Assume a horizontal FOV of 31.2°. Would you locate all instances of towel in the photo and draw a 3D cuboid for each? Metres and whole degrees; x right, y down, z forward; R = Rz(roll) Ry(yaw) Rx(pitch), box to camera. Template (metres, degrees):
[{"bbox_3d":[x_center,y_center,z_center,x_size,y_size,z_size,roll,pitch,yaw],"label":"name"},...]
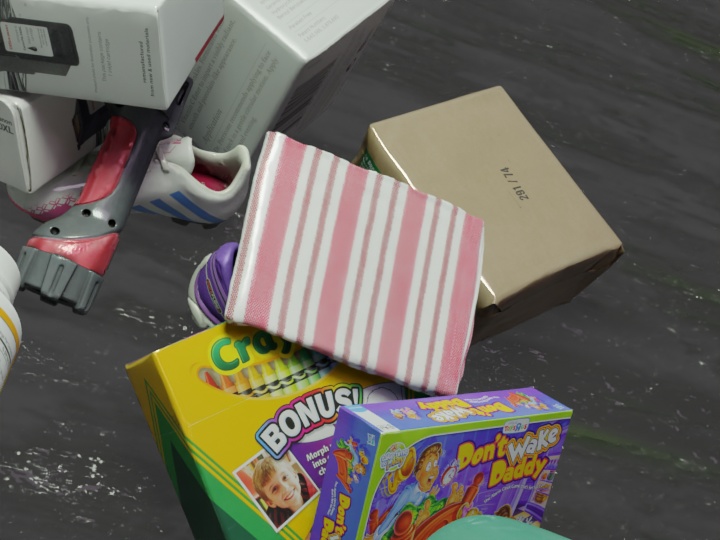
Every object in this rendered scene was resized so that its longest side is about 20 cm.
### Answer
[{"bbox_3d":[0.000,0.000,0.942,0.199,0.030,0.147,21,67,-24],"label":"towel"}]

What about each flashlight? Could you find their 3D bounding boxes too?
[{"bbox_3d":[-0.198,-0.070,0.973,0.067,0.068,0.201,15,79,22],"label":"flashlight"}]

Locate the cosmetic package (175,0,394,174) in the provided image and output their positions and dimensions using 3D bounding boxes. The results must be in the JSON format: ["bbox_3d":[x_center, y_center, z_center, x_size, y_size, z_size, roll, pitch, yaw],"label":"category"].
[{"bbox_3d":[-0.109,-0.226,1.141,0.200,0.165,0.165,42,46,3],"label":"cosmetic package"}]

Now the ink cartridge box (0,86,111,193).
[{"bbox_3d":[-0.256,-0.162,1.031,0.144,0.085,0.200,22,42,21],"label":"ink cartridge box"}]

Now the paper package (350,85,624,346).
[{"bbox_3d":[0.104,-0.048,1.171,0.190,0.104,0.201,-20,69,-40],"label":"paper package"}]

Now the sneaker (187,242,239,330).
[{"bbox_3d":[-0.046,0.053,1.018,0.199,0.084,0.081,34,46,-4],"label":"sneaker"}]

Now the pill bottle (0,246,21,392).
[{"bbox_3d":[-0.291,0.070,0.843,0.109,0.109,0.201,23,47,-13],"label":"pill bottle"}]

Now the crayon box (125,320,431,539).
[{"bbox_3d":[-0.044,0.108,0.932,0.199,0.058,0.174,-23,91,-34],"label":"crayon box"}]

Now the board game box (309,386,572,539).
[{"bbox_3d":[0.057,0.160,0.920,0.199,0.136,0.045,-1,19,-43],"label":"board game box"}]

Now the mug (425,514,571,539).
[{"bbox_3d":[0.080,0.257,0.858,0.152,0.114,0.186,39,71,-43],"label":"mug"}]

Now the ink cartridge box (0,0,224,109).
[{"bbox_3d":[-0.216,-0.199,0.942,0.198,0.084,0.146,8,40,9],"label":"ink cartridge box"}]

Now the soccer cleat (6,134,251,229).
[{"bbox_3d":[-0.182,-0.081,1.041,0.199,0.086,0.070,1,55,-30],"label":"soccer cleat"}]
